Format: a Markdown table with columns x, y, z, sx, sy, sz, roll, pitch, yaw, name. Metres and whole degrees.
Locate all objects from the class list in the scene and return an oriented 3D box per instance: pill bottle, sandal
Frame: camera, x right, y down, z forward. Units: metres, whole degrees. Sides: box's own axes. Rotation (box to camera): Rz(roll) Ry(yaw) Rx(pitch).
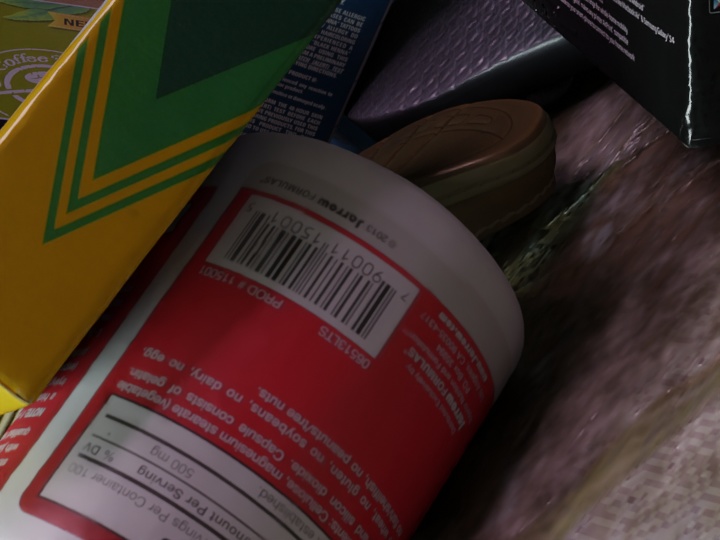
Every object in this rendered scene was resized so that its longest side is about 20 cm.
| x | y | z | sx | sy | sz | roll | pitch | yaw | name |
| --- | --- | --- | --- | --- | --- | --- | --- | --- | --- |
| -0.047 | 0.068 | 0.634 | 0.200 | 0.112 | 0.112 | -56 | 18 | -23 | pill bottle |
| 0.064 | -0.082 | 0.828 | 0.200 | 0.043 | 0.076 | -10 | 48 | 50 | sandal |

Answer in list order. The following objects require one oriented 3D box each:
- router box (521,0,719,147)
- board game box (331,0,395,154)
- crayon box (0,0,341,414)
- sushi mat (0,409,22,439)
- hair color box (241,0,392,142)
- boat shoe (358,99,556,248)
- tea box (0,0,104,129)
| x | y | z | sx | sy | sz | roll | pitch | yaw | name |
| --- | --- | --- | --- | --- | --- | --- | --- | --- | --- |
| 0.080 | -0.139 | 0.668 | 0.051 | 0.149 | 0.200 | -10 | 25 | -11 | router box |
| 0.033 | -0.141 | 1.022 | 0.200 | 0.040 | 0.153 | -51 | 17 | -7 | board game box |
| -0.080 | -0.027 | 0.641 | 0.200 | 0.052 | 0.126 | -53 | 9 | -14 | crayon box |
| -0.113 | 0.048 | 0.774 | 0.200 | 0.096 | 0.012 | -61 | 42 | 27 | sushi mat |
| -0.045 | -0.075 | 0.906 | 0.100 | 0.060 | 0.200 | -105 | 36 | -61 | hair color box |
| -0.002 | 0.002 | 0.787 | 0.201 | 0.063 | 0.073 | -27 | 14 | 38 | boat shoe |
| -0.194 | -0.019 | 0.858 | 0.197 | 0.200 | 0.134 | -104 | 23 | -57 | tea box |
